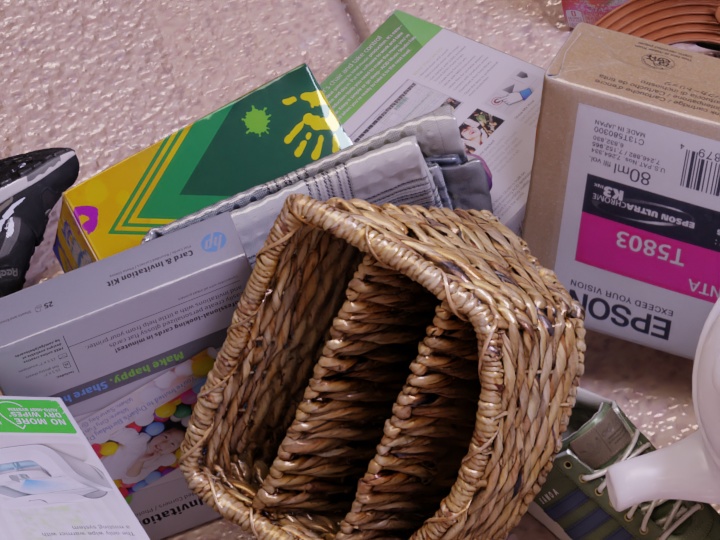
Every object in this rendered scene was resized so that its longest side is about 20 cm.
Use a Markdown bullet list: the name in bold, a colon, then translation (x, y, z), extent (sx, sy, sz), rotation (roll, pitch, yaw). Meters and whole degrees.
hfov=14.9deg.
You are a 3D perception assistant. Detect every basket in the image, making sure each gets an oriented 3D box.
- **basket**: translation (0.014, 0.076, 1.502), extent (0.148, 0.201, 0.143), rotation (4, 33, -38)

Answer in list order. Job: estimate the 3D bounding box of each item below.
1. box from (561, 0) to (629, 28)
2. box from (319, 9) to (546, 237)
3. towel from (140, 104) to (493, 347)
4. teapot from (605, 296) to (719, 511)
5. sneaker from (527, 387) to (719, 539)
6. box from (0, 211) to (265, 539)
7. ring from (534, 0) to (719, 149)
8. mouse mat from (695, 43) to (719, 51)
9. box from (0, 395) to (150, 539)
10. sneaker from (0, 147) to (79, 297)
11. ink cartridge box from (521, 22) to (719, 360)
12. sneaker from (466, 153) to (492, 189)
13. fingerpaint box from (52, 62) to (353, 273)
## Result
- **box**: translation (0.235, -0.216, 1.817), extent (0.199, 0.095, 0.103), rotation (9, 51, 25)
- **box**: translation (0.055, -0.087, 1.792), extent (0.199, 0.036, 0.144), rotation (27, 60, 34)
- **towel**: translation (-0.009, 0.010, 1.605), extent (0.199, 0.193, 0.035), rotation (-24, 44, -5)
- **teapot**: translation (0.244, 0.055, 1.421), extent (0.145, 0.201, 0.197), rotation (9, 7, -37)
- **sneaker**: translation (0.138, 0.119, 1.525), extent (0.067, 0.090, 0.200), rotation (-38, 48, -21)
- **box**: translation (-0.117, 0.071, 1.571), extent (0.155, 0.201, 0.041), rotation (-20, 47, -3)
- **ring**: translation (0.198, -0.073, 1.656), extent (0.199, 0.019, 0.202), rotation (-1, 87, 21)
- **mouse mat**: translation (0.263, -0.160, 1.698), extent (0.160, 0.200, 0.008), rotation (7, 80, 23)
- **box**: translation (-0.193, 0.198, 1.470), extent (0.096, 0.201, 0.177), rotation (4, 33, -35)
- **sneaker**: translation (-0.247, -0.007, 1.786), extent (0.075, 0.088, 0.200), rotation (-5, 25, 40)
- **ink cartridge box**: translation (0.196, -0.034, 1.570), extent (0.199, 0.166, 0.075), rotation (16, 36, 15)
- **sneaker**: translation (0.000, 0.000, 1.689), extent (0.199, 0.080, 0.089), rotation (-31, 86, -3)
- **fingerpaint box**: translation (-0.098, -0.037, 1.678), extent (0.166, 0.200, 0.074), rotation (-29, 86, -12)
